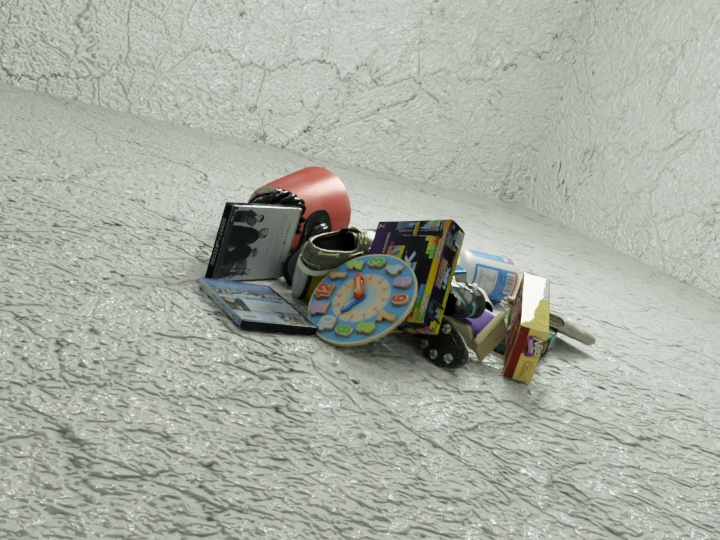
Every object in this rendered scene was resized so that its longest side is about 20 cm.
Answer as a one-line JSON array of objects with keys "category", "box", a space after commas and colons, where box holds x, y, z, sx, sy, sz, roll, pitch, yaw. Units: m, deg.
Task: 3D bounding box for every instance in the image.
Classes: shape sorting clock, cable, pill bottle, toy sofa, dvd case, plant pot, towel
[{"category": "shape sorting clock", "box": [0.002, 0.046, 1.478, 0.200, 0.200, 0.039, 32, -20, 48]}, {"category": "cable", "box": [-0.180, -0.093, 1.735, 0.163, 0.200, 0.051, -11, 59, -28]}, {"category": "pill bottle", "box": [-0.023, 0.019, 1.650, 0.199, 0.112, 0.112, 14, 14, -13]}, {"category": "toy sofa", "box": [0.176, 0.076, 1.639, 0.083, 0.098, 0.200, -42, 46, -20]}, {"category": "dvd case", "box": [-0.179, 0.061, 1.490, 0.142, 0.018, 0.200, 9, 15, -34]}, {"category": "pill bottle", "box": [0.268, 0.008, 2.061, 0.199, 0.113, 0.112, 13, 14, -22]}, {"category": "plant pot", "box": [-0.152, -0.132, 1.978, 0.200, 0.201, 0.177, 25, 26, 30]}, {"category": "towel", "box": [0.416, 0.108, 1.920, 0.132, 0.035, 0.200, 24, 1, -39]}, {"category": "dvd case", "box": [-0.199, -0.054, 1.638, 0.025, 0.151, 0.200, 26, 16, 31]}]

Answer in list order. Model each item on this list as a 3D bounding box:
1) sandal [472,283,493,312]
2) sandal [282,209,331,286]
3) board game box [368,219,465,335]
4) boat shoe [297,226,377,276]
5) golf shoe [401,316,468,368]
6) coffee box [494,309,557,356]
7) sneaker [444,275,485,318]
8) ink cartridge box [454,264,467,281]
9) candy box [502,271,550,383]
[{"category": "sandal", "box": [0.239, 0.095, 1.774, 0.059, 0.079, 0.207, 19, 22, 2]}, {"category": "sandal", "box": [-0.091, -0.045, 1.740, 0.048, 0.201, 0.075, -11, -50, 36]}, {"category": "board game box", "box": [0.082, 0.009, 1.536, 0.165, 0.201, 0.057, 1, -26, 38]}, {"category": "boat shoe", "box": [-0.023, -0.044, 1.584, 0.201, 0.060, 0.072, -17, 55, -38]}, {"category": "golf shoe", "box": [0.139, 0.115, 1.560, 0.088, 0.077, 0.200, 22, 11, -41]}, {"category": "coffee box", "box": [0.325, 0.134, 1.770, 0.123, 0.044, 0.200, 24, 15, 21]}, {"category": "sneaker", "box": [0.133, 0.027, 1.569, 0.200, 0.076, 0.079, 29, 28, 37]}, {"category": "ink cartridge box", "box": [0.121, 0.013, 1.852, 0.144, 0.085, 0.200, -4, 20, -17]}, {"category": "candy box", "box": [0.309, 0.102, 1.608, 0.056, 0.117, 0.200, 16, 30, 5]}]
